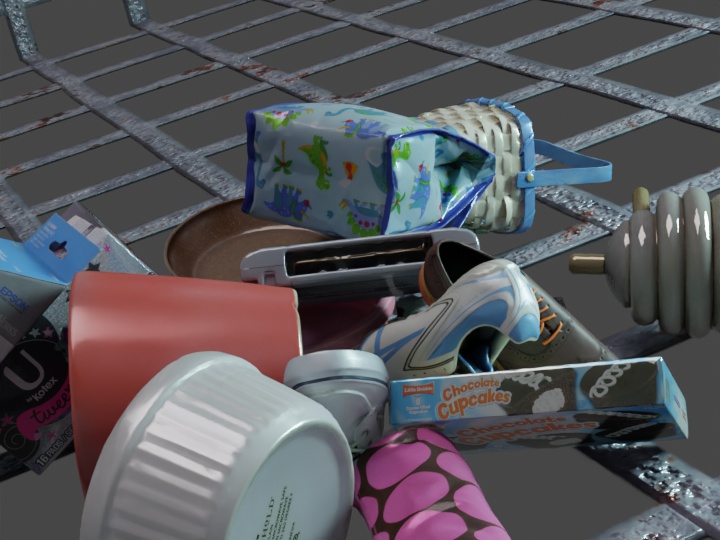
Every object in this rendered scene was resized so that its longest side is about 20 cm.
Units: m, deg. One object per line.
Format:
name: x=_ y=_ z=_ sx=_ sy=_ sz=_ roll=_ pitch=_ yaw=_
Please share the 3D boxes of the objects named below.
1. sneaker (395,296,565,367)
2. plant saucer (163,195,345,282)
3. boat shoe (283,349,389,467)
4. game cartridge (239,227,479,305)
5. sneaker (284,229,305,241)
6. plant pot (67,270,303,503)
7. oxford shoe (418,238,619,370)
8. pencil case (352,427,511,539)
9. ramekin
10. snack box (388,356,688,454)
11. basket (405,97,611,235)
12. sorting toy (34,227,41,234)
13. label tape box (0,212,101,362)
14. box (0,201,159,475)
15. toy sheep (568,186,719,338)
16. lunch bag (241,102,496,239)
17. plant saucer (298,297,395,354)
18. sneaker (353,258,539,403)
sneaker: x=0.110 y=0.053 z=1.249 sx=0.139 sy=0.078 sz=0.200 roll=-15 pitch=22 yaw=-2
plant saucer: x=-0.089 y=-0.014 z=1.420 sx=0.199 sy=0.037 sz=0.201 roll=-4 pitch=31 yaw=3
boat shoe: x=-0.009 y=0.110 z=1.070 sx=0.073 sy=0.067 sz=0.200 roll=-10 pitch=-19 yaw=6
game cartridge: x=0.000 y=0.000 z=1.270 sx=0.199 sy=0.042 sz=0.133 roll=-6 pitch=-6 yaw=-1
sneaker: x=-0.107 y=0.000 z=1.519 sx=0.199 sy=0.075 sz=0.088 roll=-26 pitch=26 yaw=-29
plant pot: x=-0.133 y=0.092 z=1.179 sx=0.176 sy=0.202 sz=0.201 roll=-4 pitch=21 yaw=-4
oxford shoe: x=0.130 y=0.046 z=1.149 sx=0.199 sy=0.073 sz=0.071 roll=33 pitch=73 yaw=10
pencil case: x=0.047 y=0.178 z=0.974 sx=0.093 sy=0.091 sz=0.200 roll=-22 pitch=20 yaw=-3
ramekin: x=-0.083 y=0.160 z=0.960 sx=0.094 sy=0.204 sz=0.202 roll=15 pitch=33 yaw=28
snack box: x=0.132 y=0.103 z=1.080 sx=0.199 sy=0.037 sz=0.116 roll=-6 pitch=-21 yaw=19
basket: x=0.142 y=-0.111 z=1.556 sx=0.199 sy=0.140 sz=0.176 roll=-10 pitch=16 yaw=-20
sorting toy: x=-0.397 y=0.052 z=1.578 sx=0.179 sy=0.107 sz=0.200 roll=-25 pitch=14 yaw=28
label tape box: x=-0.327 y=0.023 z=1.252 sx=0.200 sy=0.063 sz=0.144 roll=-50 pitch=31 yaw=-7
box: x=-0.272 y=0.056 z=1.320 sx=0.200 sy=0.115 sz=0.132 roll=-48 pitch=28 yaw=-5
toy sheep: x=0.274 y=-0.008 z=1.230 sx=0.199 sy=0.139 sz=0.138 roll=-5 pitch=23 yaw=12
lunch bag: x=0.011 y=-0.096 z=1.384 sx=0.169 sy=0.128 sz=0.200 roll=15 pitch=20 yaw=30
plant saucer: x=-0.062 y=0.057 z=1.383 sx=0.199 sy=0.051 sz=0.201 roll=-13 pitch=22 yaw=5
sneaker: x=0.058 y=0.063 z=1.110 sx=0.072 sy=0.073 sz=0.200 roll=2 pitch=-28 yaw=-38
